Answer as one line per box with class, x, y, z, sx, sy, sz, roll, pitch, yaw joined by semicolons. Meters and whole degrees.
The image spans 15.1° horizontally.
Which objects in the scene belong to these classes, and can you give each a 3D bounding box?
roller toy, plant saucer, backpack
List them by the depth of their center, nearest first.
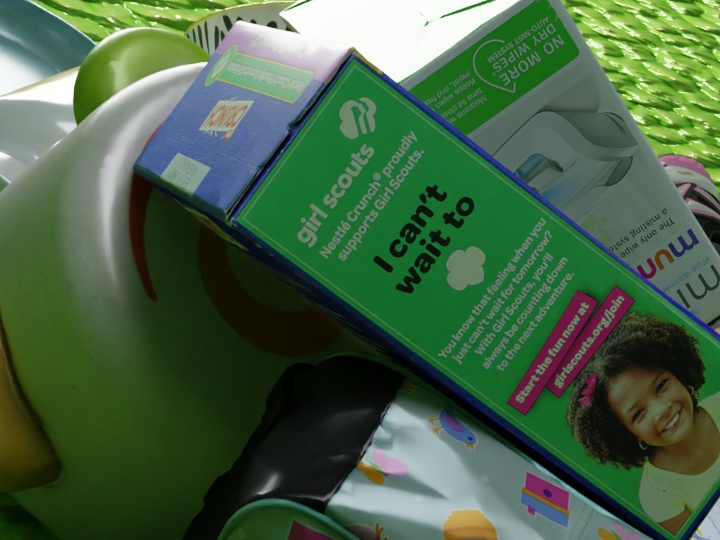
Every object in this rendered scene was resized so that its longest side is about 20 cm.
backpack;0.028;0.148;0.926;0.200;0.176;0.153;27;45;-6
roller toy;-0.069;0.023;1.095;0.182;0.140;0.200;32;52;-21
plant saucer;-0.220;-0.113;1.448;0.200;0.027;0.200;19;23;-9

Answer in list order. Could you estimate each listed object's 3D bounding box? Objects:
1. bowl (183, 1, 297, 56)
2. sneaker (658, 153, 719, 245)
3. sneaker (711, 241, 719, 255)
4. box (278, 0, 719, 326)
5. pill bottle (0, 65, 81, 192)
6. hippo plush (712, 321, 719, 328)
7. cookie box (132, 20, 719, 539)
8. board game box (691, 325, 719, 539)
bowl;-0.003;-0.057;1.401;0.200;0.094;0.201;8;-17;3
sneaker;0.153;-0.019;1.540;0.200;0.080;0.086;-7;48;-41
sneaker;0.214;0.062;1.456;0.200;0.072;0.083;36;50;29
box;0.067;-0.056;1.237;0.177;0.097;0.200;56;-2;-22
pill bottle;-0.132;-0.033;1.249;0.112;0.112;0.200;29;24;14
hippo plush;0.254;0.048;1.316;0.160;0.160;0.200;-5;20;31
cookie box;0.031;0.000;0.967;0.200;0.075;0.171;36;-2;-18
board game box;0.186;0.121;1.147;0.196;0.056;0.200;-29;67;-35
